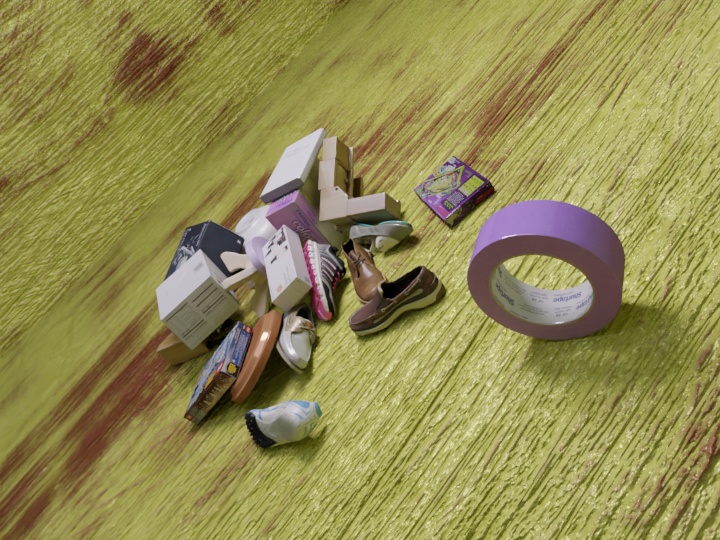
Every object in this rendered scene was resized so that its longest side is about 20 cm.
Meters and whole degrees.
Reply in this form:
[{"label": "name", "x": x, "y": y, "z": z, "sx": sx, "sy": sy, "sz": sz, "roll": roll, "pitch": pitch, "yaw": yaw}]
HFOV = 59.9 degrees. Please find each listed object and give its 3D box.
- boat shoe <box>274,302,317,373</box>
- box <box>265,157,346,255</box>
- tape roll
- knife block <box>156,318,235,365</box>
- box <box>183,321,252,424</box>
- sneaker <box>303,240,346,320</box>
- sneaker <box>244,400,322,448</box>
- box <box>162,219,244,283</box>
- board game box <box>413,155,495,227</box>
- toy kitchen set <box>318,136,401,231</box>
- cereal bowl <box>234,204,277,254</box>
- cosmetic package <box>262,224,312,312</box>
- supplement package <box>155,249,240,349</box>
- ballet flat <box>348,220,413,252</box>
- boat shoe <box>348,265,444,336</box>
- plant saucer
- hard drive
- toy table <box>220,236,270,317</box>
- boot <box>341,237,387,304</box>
[{"label": "boat shoe", "x": -0.127, "y": 0.127, "z": 1.264, "sx": 0.068, "sy": 0.075, "sz": 0.201, "roll": -42, "pitch": 27, "yaw": 10}, {"label": "box", "x": -0.117, "y": -0.146, "z": 1.518, "sx": 0.095, "sy": 0.176, "sz": 0.202, "roll": -22, "pitch": 34, "yaw": 30}, {"label": "tape roll", "x": 0.244, "y": 0.004, "z": 0.831, "sx": 0.198, "sy": 0.201, "sz": 0.066, "roll": -15, "pitch": 38, "yaw": 40}, {"label": "knife block", "x": -0.409, "y": 0.174, "z": 1.566, "sx": 0.200, "sy": 0.064, "sz": 0.175, "roll": -46, "pitch": 28, "yaw": -7}, {"label": "box", "x": -0.303, "y": 0.219, "z": 1.331, "sx": 0.200, "sy": 0.039, "sz": 0.138, "roll": -48, "pitch": 21, "yaw": 37}, {"label": "sneaker", "x": -0.067, "y": 0.016, "z": 1.338, "sx": 0.074, "sy": 0.086, "sz": 0.202, "roll": 108, "pitch": 155, "yaw": -45}, {"label": "sneaker", "x": -0.140, "y": 0.269, "z": 1.111, "sx": 0.072, "sy": 0.073, "sz": 0.198, "roll": -20, "pitch": 1, "yaw": -43}, {"label": "box", "x": -0.440, "y": -0.015, "z": 1.736, "sx": 0.195, "sy": 0.123, "sz": 0.204, "roll": -5, "pitch": 62, "yaw": 54}, {"label": "board game box", "x": 0.192, "y": -0.170, "z": 1.316, "sx": 0.119, "sy": 0.032, "sz": 0.201, "roll": -36, "pitch": 28, "yaw": 4}, {"label": "toy kitchen set", "x": 0.018, "y": -0.199, "z": 1.468, "sx": 0.177, "sy": 0.162, "sz": 0.205, "roll": -7, "pitch": 73, "yaw": 30}, {"label": "cereal bowl", "x": -0.302, "y": -0.117, "z": 1.810, "sx": 0.198, "sy": 0.084, "sz": 0.202, "roll": -32, "pitch": 29, "yaw": 20}, {"label": "cosmetic package", "x": -0.164, "y": -0.009, "z": 1.361, "sx": 0.083, "sy": 0.050, "sz": 0.201, "roll": -46, "pitch": 35, "yaw": 18}, {"label": "supplement package", "x": -0.398, "y": 0.065, "z": 1.520, "sx": 0.155, "sy": 0.111, "sz": 0.200, "roll": -41, "pitch": 29, "yaw": -3}, {"label": "ballet flat", "x": 0.042, "y": -0.069, "z": 1.349, "sx": 0.198, "sy": 0.067, "sz": 0.065, "roll": 4, "pitch": 79, "yaw": 54}, {"label": "boat shoe", "x": 0.052, "y": 0.048, "z": 1.145, "sx": 0.200, "sy": 0.075, "sz": 0.075, "roll": -30, "pitch": 30, "yaw": 22}, {"label": "plant saucer", "x": -0.221, "y": 0.172, "z": 1.287, "sx": 0.202, "sy": 0.032, "sz": 0.202, "roll": -55, "pitch": 17, "yaw": 25}, {"label": "hard drive", "x": -0.158, "y": -0.252, "z": 1.499, "sx": 0.130, "sy": 0.027, "sz": 0.202, "roll": -20, "pitch": 35, "yaw": 33}, {"label": "toy table", "x": -0.247, "y": 0.004, "z": 1.491, "sx": 0.116, "sy": 0.199, "sz": 0.186, "roll": -37, "pitch": 67, "yaw": 12}, {"label": "boot", "x": 0.000, "y": 0.000, "z": 1.279, "sx": 0.073, "sy": 0.076, "sz": 0.201, "roll": -36, "pitch": 30, "yaw": 6}]
